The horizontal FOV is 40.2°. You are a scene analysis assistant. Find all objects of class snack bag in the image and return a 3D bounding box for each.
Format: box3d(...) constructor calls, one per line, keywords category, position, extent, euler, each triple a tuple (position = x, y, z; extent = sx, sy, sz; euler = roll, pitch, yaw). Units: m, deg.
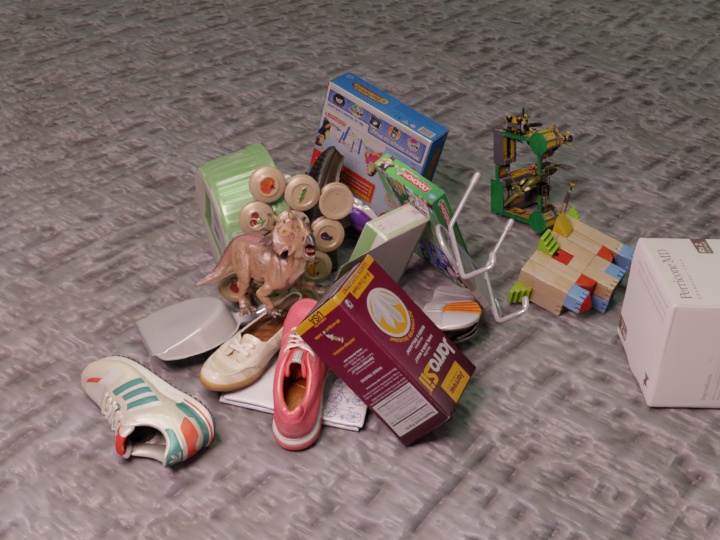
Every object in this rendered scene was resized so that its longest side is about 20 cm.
box3d(category="snack bag", position=(-0.064, 0.125, 1.292), extent=(0.187, 0.022, 0.200), euler=(10, 34, 10))

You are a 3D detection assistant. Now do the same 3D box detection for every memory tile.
box3d(category="memory tile", position=(-0.102, -0.037, 1.351), extent=(0.152, 0.201, 0.017), euler=(13, 18, -20))

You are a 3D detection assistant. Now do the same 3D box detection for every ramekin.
box3d(category="ramekin", position=(-0.170, -0.077, 1.430), extent=(0.097, 0.201, 0.200), euler=(-17, 38, -16))

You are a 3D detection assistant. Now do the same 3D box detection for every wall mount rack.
box3d(category="wall mount rack", position=(0.175, -0.029, 1.375), extent=(0.074, 0.200, 0.175), euler=(-25, 46, 19))

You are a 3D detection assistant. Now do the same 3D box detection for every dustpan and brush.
box3d(category="dustpan and brush", position=(-0.193, 0.069, 1.324), extent=(0.199, 0.058, 0.140), euler=(-27, 25, -13))

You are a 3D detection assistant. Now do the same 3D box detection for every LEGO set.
box3d(category="LEGO set", position=(0.298, -0.167, 1.630), extent=(0.115, 0.202, 0.153), euler=(-21, 20, -35))

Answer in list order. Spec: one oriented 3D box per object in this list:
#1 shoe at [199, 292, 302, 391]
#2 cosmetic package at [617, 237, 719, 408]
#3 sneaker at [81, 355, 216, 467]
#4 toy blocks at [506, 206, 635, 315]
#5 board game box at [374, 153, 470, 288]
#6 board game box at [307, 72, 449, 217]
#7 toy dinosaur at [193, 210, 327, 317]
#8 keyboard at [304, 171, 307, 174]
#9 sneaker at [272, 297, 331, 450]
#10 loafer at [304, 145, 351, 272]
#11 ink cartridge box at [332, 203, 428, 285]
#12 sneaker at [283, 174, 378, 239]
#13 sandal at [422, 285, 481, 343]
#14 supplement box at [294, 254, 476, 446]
box3d(category="shoe", position=(-0.135, 0.089, 1.272), extent=(0.070, 0.054, 0.200), euler=(21, 35, 27))
box3d(category="cosmetic package", position=(0.468, 0.068, 1.298), extent=(0.198, 0.166, 0.165), euler=(1, 33, -3))
box3d(category="sneaker", position=(-0.271, 0.168, 1.161), extent=(0.199, 0.071, 0.093), euler=(24, 33, 23))
box3d(category="toy blocks", position=(0.327, 0.004, 1.458), extent=(0.136, 0.100, 0.200), euler=(30, 50, 20))
box3d(category="board game box", position=(0.098, -0.069, 1.443), extent=(0.029, 0.200, 0.134), euler=(-39, 48, -11))
box3d(category="board game box", position=(0.022, -0.180, 1.564), extent=(0.199, 0.197, 0.056), euler=(34, 42, 18))
box3d(category="toy dinosaur", position=(-0.125, -0.018, 1.278), extent=(0.199, 0.136, 0.086), euler=(2, 28, 24))
box3d(category="keyboard", position=(-0.073, -0.116, 1.649), extent=(0.104, 0.040, 0.200), euler=(39, 41, 8))
box3d(category="sneaker", position=(-0.067, 0.111, 1.195), extent=(0.073, 0.087, 0.201), euler=(2, 57, 3))
box3d(category="loafer", position=(-0.049, -0.087, 1.490), extent=(0.071, 0.202, 0.073), euler=(11, -2, -18))
box3d(category="ink cartridge box", position=(0.000, 0.000, 1.353), extent=(0.048, 0.146, 0.199), euler=(42, 41, 21))
box3d(category="sneaker", position=(-0.061, -0.078, 1.551), extent=(0.199, 0.081, 0.084), euler=(19, 64, 1))
box3d(category="sandal", position=(0.130, 0.070, 1.367), extent=(0.079, 0.060, 0.207), euler=(5, 12, 10))
box3d(category="supplement box", position=(0.033, 0.096, 1.197), extent=(0.200, 0.086, 0.110), euler=(46, 38, -6))
